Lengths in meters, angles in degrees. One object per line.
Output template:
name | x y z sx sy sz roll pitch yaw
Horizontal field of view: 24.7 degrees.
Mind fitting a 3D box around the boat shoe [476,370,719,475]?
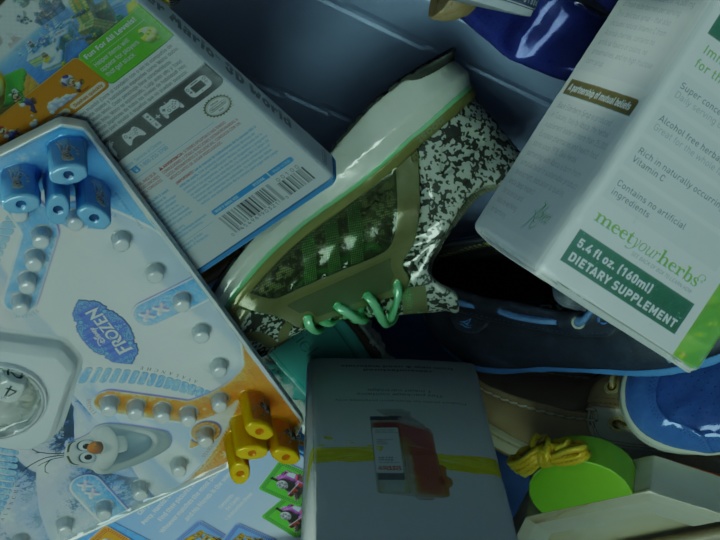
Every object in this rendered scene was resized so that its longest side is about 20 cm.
boat shoe | 0.144 0.066 0.792 0.200 0.074 0.069 13 112 5

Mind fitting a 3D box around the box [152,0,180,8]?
box | -0.111 -0.218 0.602 0.159 0.049 0.200 20 98 -4

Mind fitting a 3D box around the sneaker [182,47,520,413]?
sneaker | 0.000 0.000 0.722 0.089 0.077 0.200 42 98 3

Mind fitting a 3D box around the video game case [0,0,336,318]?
video game case | -0.126 -0.059 0.621 0.143 0.018 0.200 -32 127 24

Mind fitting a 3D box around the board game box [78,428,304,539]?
board game box | -0.085 0.120 0.883 0.200 0.037 0.151 30 126 -18

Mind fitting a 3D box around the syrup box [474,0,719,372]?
syrup box | 0.137 -0.072 0.626 0.079 0.081 0.200 32 94 -19

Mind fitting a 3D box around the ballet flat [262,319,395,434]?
ballet flat | 0.008 0.072 0.819 0.072 0.072 0.200 -22 108 25

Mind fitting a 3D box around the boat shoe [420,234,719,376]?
boat shoe | 0.103 0.007 0.724 0.200 0.084 0.069 -16 132 34

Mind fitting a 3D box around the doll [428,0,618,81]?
doll | 0.128 -0.087 0.696 0.200 0.048 0.137 27 119 -14

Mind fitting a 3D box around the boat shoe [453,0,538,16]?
boat shoe | -0.009 -0.155 0.653 0.200 0.074 0.065 21 101 25

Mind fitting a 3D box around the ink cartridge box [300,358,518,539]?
ink cartridge box | 0.015 0.140 0.701 0.083 0.200 0.145 2 109 -2

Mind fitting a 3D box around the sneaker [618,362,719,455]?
sneaker | 0.208 0.030 0.698 0.200 0.111 0.077 -11 80 6

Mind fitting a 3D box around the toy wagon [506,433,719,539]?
toy wagon | 0.134 0.136 0.773 0.155 0.040 0.200 -18 124 29

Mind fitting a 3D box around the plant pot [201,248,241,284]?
plant pot | -0.132 -0.015 0.742 0.200 0.028 0.200 -6 162 -2

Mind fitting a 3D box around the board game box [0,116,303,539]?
board game box | -0.151 0.054 0.676 0.200 0.026 0.200 -26 131 8
